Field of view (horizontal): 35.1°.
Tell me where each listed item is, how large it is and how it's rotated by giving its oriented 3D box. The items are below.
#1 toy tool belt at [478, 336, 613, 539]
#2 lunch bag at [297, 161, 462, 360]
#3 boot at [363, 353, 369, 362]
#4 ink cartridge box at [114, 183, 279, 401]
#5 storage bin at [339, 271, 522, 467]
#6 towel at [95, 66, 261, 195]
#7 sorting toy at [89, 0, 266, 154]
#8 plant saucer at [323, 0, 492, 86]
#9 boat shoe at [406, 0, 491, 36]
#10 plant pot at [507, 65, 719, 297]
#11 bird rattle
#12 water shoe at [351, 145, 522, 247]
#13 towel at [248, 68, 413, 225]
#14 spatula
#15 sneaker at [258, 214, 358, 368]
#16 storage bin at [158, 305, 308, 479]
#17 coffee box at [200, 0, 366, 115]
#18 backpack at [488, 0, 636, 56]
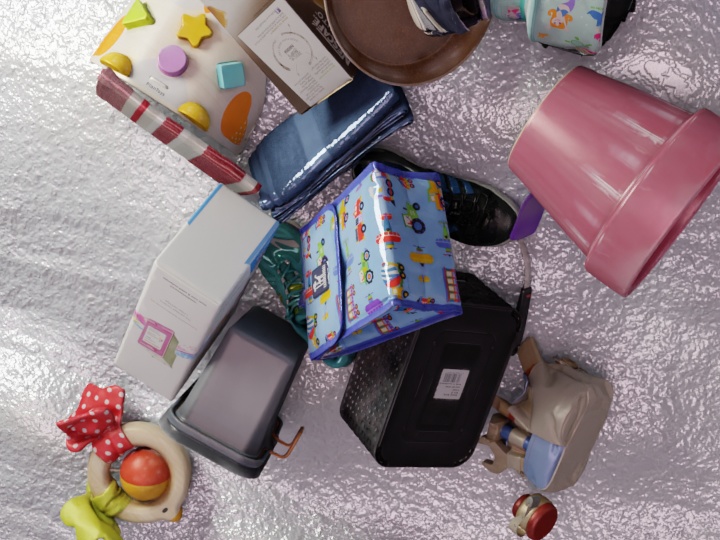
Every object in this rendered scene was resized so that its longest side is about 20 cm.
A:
[{"bbox_3d":[0.195,0.188,1.289,0.123,0.124,0.201,33,110,41],"label":"toy tool belt"},{"bbox_3d":[0.000,0.000,1.186,0.200,0.094,0.152,-30,61,47],"label":"lunch bag"},{"bbox_3d":[0.025,0.031,1.287,0.075,0.074,0.202,-8,101,5],"label":"boot"},{"bbox_3d":[-0.181,0.027,1.244,0.084,0.145,0.200,33,137,-1],"label":"ink cartridge box"},{"bbox_3d":[0.076,0.108,1.252,0.134,0.094,0.201,6,112,-32],"label":"storage bin"},{"bbox_3d":[-0.197,-0.146,1.224,0.199,0.144,0.023,36,85,-14],"label":"towel"},{"bbox_3d":[-0.176,-0.259,1.239,0.199,0.107,0.181,32,90,0],"label":"sorting toy"},{"bbox_3d":[0.047,-0.289,1.149,0.199,0.034,0.202,-8,108,-25],"label":"plant saucer"},{"bbox_3d":[0.064,-0.314,1.074,0.074,0.093,0.201,-35,116,-12],"label":"boat shoe"},{"bbox_3d":[0.257,-0.105,1.150,0.179,0.200,0.201,39,110,14],"label":"plant pot"},{"bbox_3d":[-0.290,0.241,1.410,0.162,0.113,0.202,5,94,-3],"label":"bird rattle"},{"bbox_3d":[0.080,-0.071,1.240,0.199,0.079,0.072,22,109,4],"label":"water shoe"},{"bbox_3d":[-0.035,-0.146,1.231,0.200,0.112,0.048,-39,134,20],"label":"towel"},{"bbox_3d":[0.181,0.003,1.257,0.020,0.056,0.202,18,113,37],"label":"spatula"},{"bbox_3d":[-0.063,0.023,1.293,0.077,0.080,0.201,-34,97,18],"label":"sneaker"},{"bbox_3d":[-0.119,0.130,1.282,0.145,0.200,0.135,29,100,1],"label":"storage bin"},{"bbox_3d":[-0.084,-0.276,1.163,0.079,0.115,0.200,-29,112,34],"label":"coffee box"},{"bbox_3d":[0.202,-0.299,1.088,0.149,0.200,0.179,11,108,7],"label":"backpack"}]
